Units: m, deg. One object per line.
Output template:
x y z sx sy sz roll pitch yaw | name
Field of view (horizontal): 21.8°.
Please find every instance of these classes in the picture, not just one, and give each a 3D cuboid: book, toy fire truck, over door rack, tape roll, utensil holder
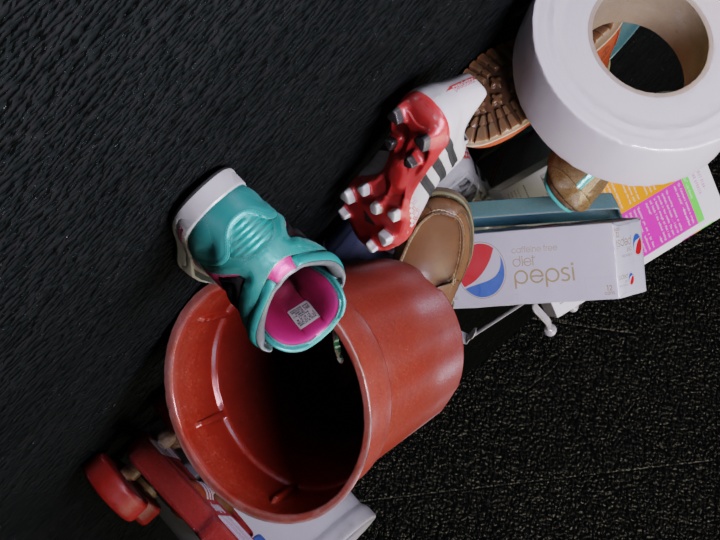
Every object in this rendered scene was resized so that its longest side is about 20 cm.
0.234 -0.063 1.747 0.199 0.135 0.048 -29 -168 -14 | book
-0.152 0.209 1.707 0.112 0.168 0.200 -42 171 -4 | toy fire truck
0.181 -0.004 1.944 0.199 0.066 0.149 -22 -139 55 | over door rack
0.227 -0.175 1.520 0.202 0.203 0.071 -39 169 -21 | tape roll
-0.110 0.232 1.894 0.170 0.200 0.170 -41 170 -9 | utensil holder

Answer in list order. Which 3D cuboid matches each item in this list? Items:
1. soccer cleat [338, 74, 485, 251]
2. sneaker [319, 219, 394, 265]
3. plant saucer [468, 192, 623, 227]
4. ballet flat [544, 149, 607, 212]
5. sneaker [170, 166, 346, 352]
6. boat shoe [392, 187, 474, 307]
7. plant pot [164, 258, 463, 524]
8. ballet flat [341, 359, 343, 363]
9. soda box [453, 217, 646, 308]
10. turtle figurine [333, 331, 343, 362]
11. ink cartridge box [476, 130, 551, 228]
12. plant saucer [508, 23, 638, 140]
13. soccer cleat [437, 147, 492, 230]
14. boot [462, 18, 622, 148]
0.044 -0.085 1.510 0.085 0.069 0.201 -32 162 -32 | soccer cleat
0.000 0.000 1.723 0.109 0.070 0.200 -49 164 3 | sneaker
0.133 -0.052 1.665 0.198 0.019 0.070 -4 174 10 | plant saucer
0.200 -0.123 1.644 0.072 0.068 0.200 -39 -163 24 | ballet flat
-0.065 0.004 1.313 0.084 0.121 0.200 -42 171 -5 | sneaker
0.055 0.022 1.632 0.068 0.071 0.201 -83 -174 -50 | boat shoe
-0.024 0.082 1.533 0.201 0.201 0.195 -49 164 32 | plant pot
-0.025 0.060 1.905 0.200 0.073 0.073 -50 169 23 | ballet flat
0.151 -0.005 1.667 0.198 0.069 0.063 -4 -177 33 | soda box
-0.082 0.098 1.734 0.150 0.100 0.200 -57 156 -3 | turtle figurine
0.175 -0.077 1.867 0.200 0.068 0.116 -26 -142 59 | ink cartridge box
0.200 -0.206 1.770 0.200 0.036 0.200 -41 170 -9 | plant saucer
0.092 -0.074 1.743 0.069 0.085 0.200 -43 171 5 | soccer cleat
0.151 -0.156 1.603 0.200 0.075 0.108 -40 157 -19 | boot
